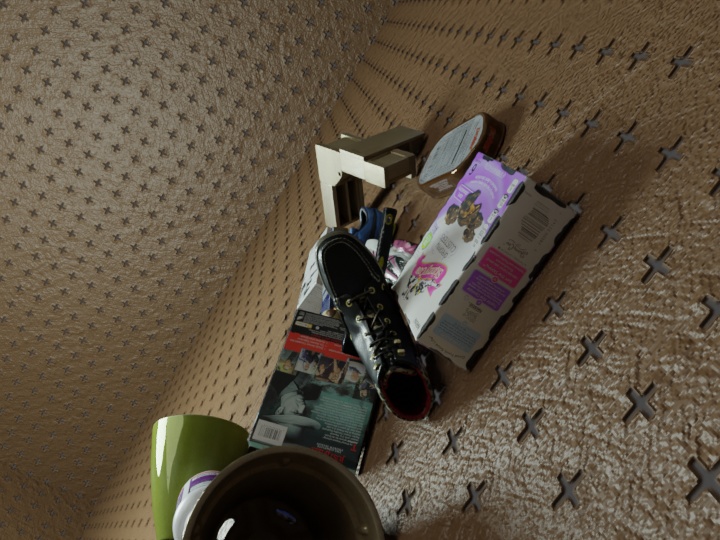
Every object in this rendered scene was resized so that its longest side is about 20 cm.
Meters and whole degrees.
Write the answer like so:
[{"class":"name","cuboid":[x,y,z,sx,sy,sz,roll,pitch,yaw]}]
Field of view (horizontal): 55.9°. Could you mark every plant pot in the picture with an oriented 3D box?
[{"class":"plant pot","cuboid":[-0.093,0.303,0.718,0.184,0.198,0.203,126,168,-63]},{"class":"plant pot","cuboid":[-0.304,0.394,1.238,0.187,0.185,0.203,-43,36,45]}]

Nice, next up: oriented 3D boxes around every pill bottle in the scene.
[{"class":"pill bottle","cuboid":[-0.236,0.387,1.068,0.114,0.111,0.200,-63,8,-11]}]

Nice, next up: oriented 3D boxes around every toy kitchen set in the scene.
[{"class":"toy kitchen set","cuboid":[0.043,-0.171,1.332,0.162,0.183,0.199,-28,36,-32]}]

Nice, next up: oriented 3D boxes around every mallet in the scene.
[{"class":"mallet","cuboid":[0.012,0.017,0.900,0.041,0.065,0.204,118,155,-86]}]

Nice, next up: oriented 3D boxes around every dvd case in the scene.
[{"class":"dvd case","cuboid":[-0.047,0.152,0.894,0.022,0.143,0.202,90,-166,-53]}]

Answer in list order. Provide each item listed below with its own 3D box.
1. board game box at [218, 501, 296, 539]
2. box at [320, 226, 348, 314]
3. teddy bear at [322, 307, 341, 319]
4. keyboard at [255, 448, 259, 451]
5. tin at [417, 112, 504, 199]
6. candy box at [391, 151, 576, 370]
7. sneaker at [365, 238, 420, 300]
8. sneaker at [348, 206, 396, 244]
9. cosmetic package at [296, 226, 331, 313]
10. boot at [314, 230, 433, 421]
[{"class":"board game box","cuboid":[-0.158,0.384,0.898,0.202,0.096,0.159,-62,16,-5]},{"class":"box","cuboid":[-0.046,0.042,1.141,0.121,0.032,0.204,125,149,-74]},{"class":"teddy bear","cuboid":[-0.069,0.126,1.001,0.200,0.067,0.145,-46,8,24]},{"class":"keyboard","cuboid":[-0.116,0.237,1.045,0.104,0.040,0.200,-37,15,3]},{"class":"tin","cuboid":[0.147,-0.172,1.035,0.114,0.041,0.200,-68,17,-12]},{"class":"candy box","cuboid":[0.126,-0.018,0.760,0.202,0.071,0.168,-57,16,11]},{"class":"sneaker","cuboid":[0.044,0.005,0.979,0.200,0.079,0.088,179,110,-78]},{"class":"sneaker","cuboid":[-0.004,-0.017,1.160,0.066,0.078,0.203,-28,38,58]},{"class":"cosmetic package","cuboid":[-0.081,0.000,1.416,0.083,0.050,0.201,-49,19,31]},{"class":"boot","cuboid":[0.018,0.061,0.777,0.073,0.206,0.154,-27,22,-1]}]
